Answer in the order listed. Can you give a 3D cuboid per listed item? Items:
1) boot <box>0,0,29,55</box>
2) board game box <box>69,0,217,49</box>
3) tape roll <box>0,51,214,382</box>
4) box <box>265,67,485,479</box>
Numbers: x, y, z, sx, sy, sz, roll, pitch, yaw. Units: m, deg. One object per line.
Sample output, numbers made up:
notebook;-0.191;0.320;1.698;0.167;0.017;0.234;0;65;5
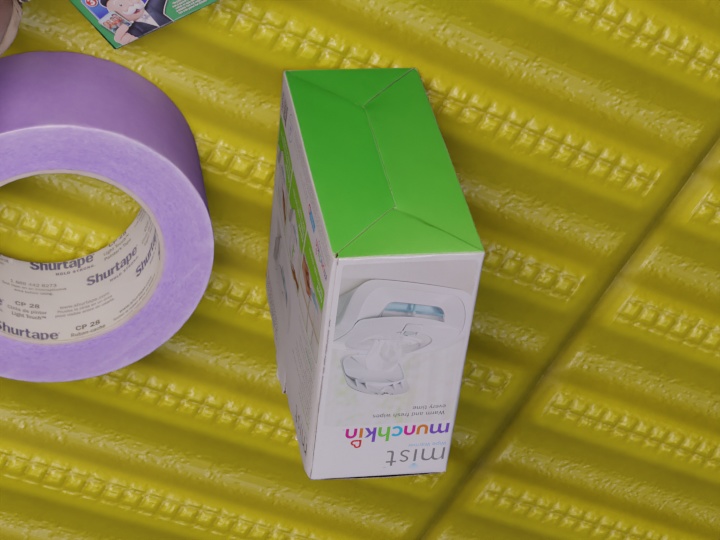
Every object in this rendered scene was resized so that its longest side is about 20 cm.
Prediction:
boot;-0.216;-0.219;1.047;0.070;0.202;0.146;1;154;32
board game box;-0.103;-0.213;1.111;0.199;0.029;0.135;-20;131;29
tape roll;-0.195;-0.032;1.238;0.198;0.085;0.201;-7;129;-9
box;0.000;0.000;1.233;0.096;0.201;0.178;-2;128;-11
